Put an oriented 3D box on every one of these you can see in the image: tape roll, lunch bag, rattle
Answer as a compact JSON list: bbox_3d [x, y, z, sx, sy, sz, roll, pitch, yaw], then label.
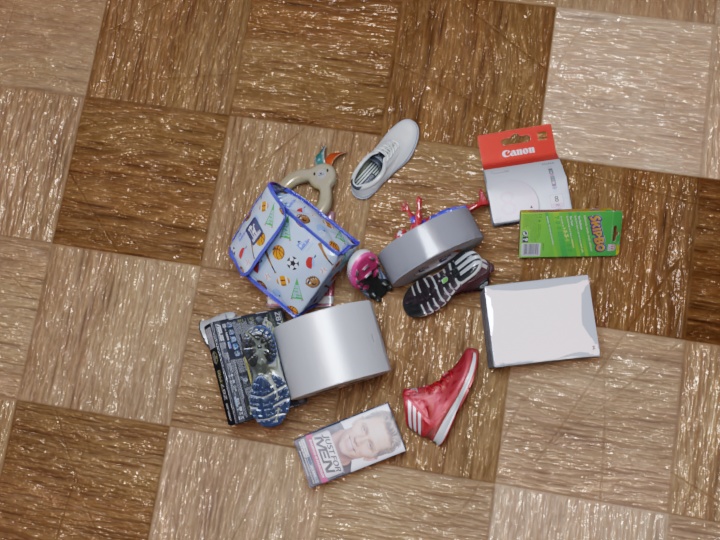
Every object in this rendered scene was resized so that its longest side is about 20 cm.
[{"bbox_3d":[-0.054,0.154,1.434,0.202,0.203,0.140,-16,80,2],"label":"tape roll"},{"bbox_3d":[-0.136,-0.041,1.394,0.200,0.124,0.170,41,113,9],"label":"lunch bag"},{"bbox_3d":[-0.111,-0.193,1.515,0.130,0.143,0.200,33,84,38],"label":"rattle"},{"bbox_3d":[0.135,-0.043,1.451,0.200,0.200,0.066,-26,80,0],"label":"tape roll"}]

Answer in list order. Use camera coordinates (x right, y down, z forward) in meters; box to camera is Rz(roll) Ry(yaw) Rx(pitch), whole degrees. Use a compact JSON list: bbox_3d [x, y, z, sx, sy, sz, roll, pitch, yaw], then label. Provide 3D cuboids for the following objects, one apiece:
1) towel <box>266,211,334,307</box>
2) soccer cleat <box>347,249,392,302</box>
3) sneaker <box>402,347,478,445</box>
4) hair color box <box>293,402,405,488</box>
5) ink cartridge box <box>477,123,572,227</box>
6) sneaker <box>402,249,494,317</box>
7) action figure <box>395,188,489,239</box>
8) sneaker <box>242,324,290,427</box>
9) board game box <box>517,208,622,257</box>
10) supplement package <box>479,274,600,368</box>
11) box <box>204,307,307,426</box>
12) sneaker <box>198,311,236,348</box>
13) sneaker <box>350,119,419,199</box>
[{"bbox_3d":[-0.124,-0.023,1.558,0.143,0.023,0.201,-1,81,4],"label":"towel"},{"bbox_3d":[0.000,0.000,1.459,0.070,0.200,0.086,-44,65,-5],"label":"soccer cleat"},{"bbox_3d":[0.149,0.229,1.469,0.115,0.078,0.201,24,82,6],"label":"sneaker"},{"bbox_3d":[-0.020,0.340,1.472,0.199,0.061,0.100,-22,80,0],"label":"hair color box"},{"bbox_3d":[0.333,-0.199,1.539,0.162,0.057,0.201,-9,85,3],"label":"ink cartridge box"},{"bbox_3d":[0.187,0.040,1.501,0.200,0.115,0.076,-36,58,32],"label":"sneaker"},{"bbox_3d":[0.149,-0.129,1.521,0.199,0.065,0.099,-29,83,12],"label":"action figure"},{"bbox_3d":[-0.174,0.193,1.415,0.077,0.085,0.201,-5,101,-3],"label":"sneaker"},{"bbox_3d":[0.417,-0.075,1.499,0.199,0.030,0.096,0,112,5],"label":"board game box"},{"bbox_3d":[0.342,0.102,1.458,0.199,0.111,0.157,-6,81,3],"label":"supplement package"},{"bbox_3d":[-0.204,0.185,1.474,0.161,0.049,0.201,-12,80,-33],"label":"box"},{"bbox_3d":[-0.249,0.172,1.513,0.087,0.075,0.201,-29,81,-7],"label":"sneaker"},{"bbox_3d":[0.054,-0.233,1.553,0.073,0.071,0.200,35,85,9],"label":"sneaker"}]
